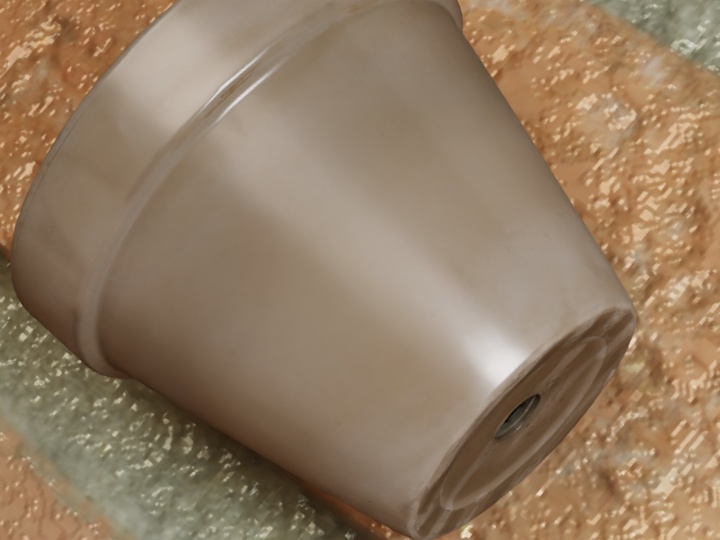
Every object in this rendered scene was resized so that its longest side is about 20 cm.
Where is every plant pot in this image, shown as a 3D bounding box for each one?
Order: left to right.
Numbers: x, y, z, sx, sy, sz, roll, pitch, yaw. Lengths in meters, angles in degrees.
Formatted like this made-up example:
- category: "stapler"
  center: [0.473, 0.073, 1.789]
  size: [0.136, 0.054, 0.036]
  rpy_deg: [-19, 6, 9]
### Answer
- category: "plant pot"
  center: [0.000, 0.000, 0.957]
  size: [0.200, 0.200, 0.174]
  rpy_deg: [-44, 70, -3]
